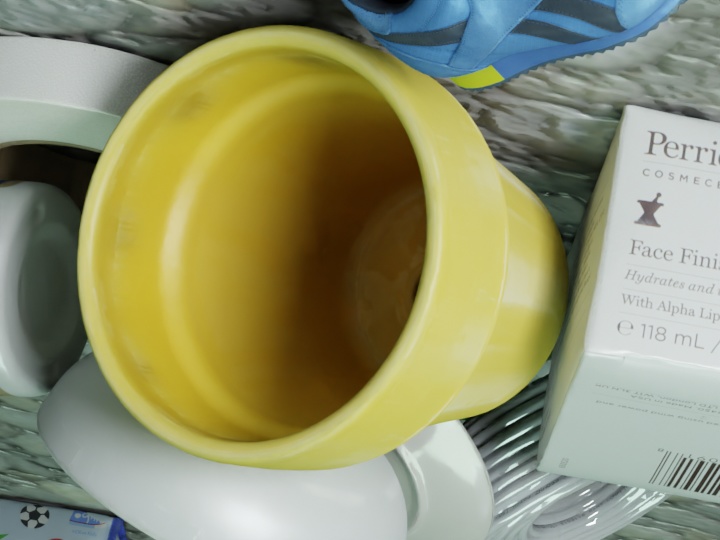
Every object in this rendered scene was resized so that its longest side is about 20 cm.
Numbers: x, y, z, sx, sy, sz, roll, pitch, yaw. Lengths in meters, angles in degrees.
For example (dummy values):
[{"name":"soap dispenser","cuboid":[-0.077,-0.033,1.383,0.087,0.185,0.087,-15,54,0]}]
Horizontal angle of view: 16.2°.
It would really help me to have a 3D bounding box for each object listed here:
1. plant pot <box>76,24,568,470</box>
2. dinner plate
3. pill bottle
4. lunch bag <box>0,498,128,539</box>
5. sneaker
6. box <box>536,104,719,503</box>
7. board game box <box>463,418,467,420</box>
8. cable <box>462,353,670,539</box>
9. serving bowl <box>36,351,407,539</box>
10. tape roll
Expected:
[{"name":"plant pot","cuboid":[0.000,0.000,1.199,0.201,0.201,0.189,-3,170,32]},{"name":"dinner plate","cuboid":[-0.016,0.093,1.388,0.200,0.024,0.200,26,144,20]},{"name":"pill bottle","cuboid":[-0.249,0.006,1.319,0.200,0.111,0.111,3,158,22]},{"name":"lunch bag","cuboid":[-0.288,0.298,2.084,0.170,0.200,0.124,7,159,7]},{"name":"sneaker","cuboid":[0.065,-0.125,0.996,0.078,0.066,0.200,27,154,-29]},{"name":"box","cuboid":[0.201,0.030,1.245,0.199,0.131,0.200,10,159,1]},{"name":"board game box","cuboid":[0.060,0.033,1.437,0.102,0.048,0.200,8,159,7]},{"name":"cable","cuboid":[0.126,0.108,1.461,0.200,0.069,0.200,-41,156,32]},{"name":"serving bowl","cuboid":[-0.060,0.087,1.274,0.200,0.066,0.200,25,-167,-6]},{"name":"tape roll","cuboid":[-0.142,-0.060,1.303,0.203,0.037,0.203,9,160,3]}]
